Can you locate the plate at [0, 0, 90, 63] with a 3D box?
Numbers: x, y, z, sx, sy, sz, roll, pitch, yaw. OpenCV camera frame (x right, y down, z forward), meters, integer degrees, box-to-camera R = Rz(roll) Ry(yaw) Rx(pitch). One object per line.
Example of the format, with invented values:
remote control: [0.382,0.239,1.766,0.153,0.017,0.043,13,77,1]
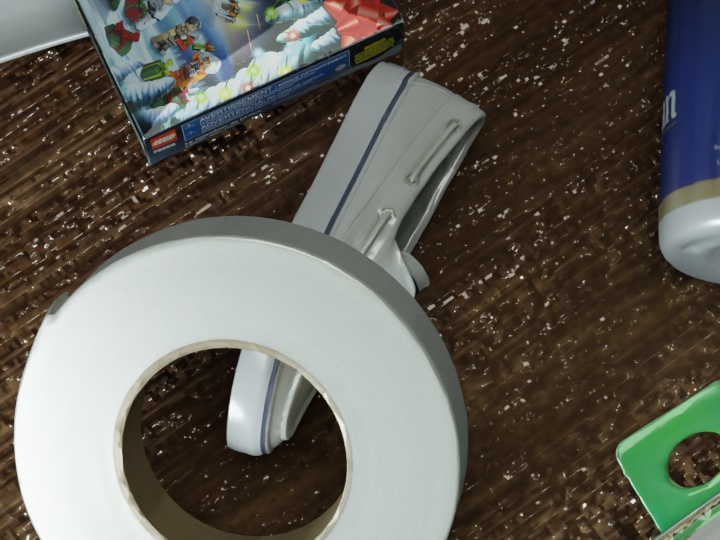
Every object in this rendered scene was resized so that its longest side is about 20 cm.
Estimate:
plate: [-0.166,-0.198,1.083,0.199,0.032,0.201,-16,74,-3]

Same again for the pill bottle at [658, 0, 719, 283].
pill bottle: [0.197,-0.100,1.001,0.110,0.111,0.201,4,74,3]

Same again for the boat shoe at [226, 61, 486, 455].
boat shoe: [0.000,0.000,1.004,0.065,0.072,0.201,21,69,10]

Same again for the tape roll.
tape roll: [-0.053,0.076,0.945,0.201,0.037,0.204,3,107,8]

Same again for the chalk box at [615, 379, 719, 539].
chalk box: [0.189,0.146,0.926,0.124,0.124,0.201,-32,74,-6]

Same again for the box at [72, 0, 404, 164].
box: [-0.082,-0.169,1.036,0.136,0.040,0.201,-25,75,-8]
